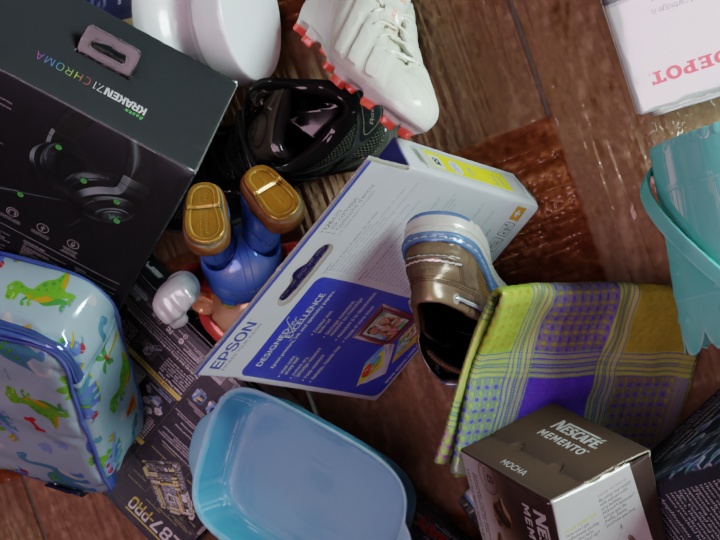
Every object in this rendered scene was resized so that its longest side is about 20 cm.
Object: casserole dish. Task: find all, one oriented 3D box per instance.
[{"bbox_3d":[-0.037,0.161,1.262,0.199,0.039,0.122,27,108,30],"label":"casserole dish"}]

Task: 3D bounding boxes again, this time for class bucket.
[{"bbox_3d":[0.280,-0.033,1.109,0.206,0.207,0.136,-14,86,20],"label":"bucket"}]

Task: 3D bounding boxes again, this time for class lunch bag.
[{"bbox_3d":[-0.247,0.073,1.265,0.160,0.083,0.201,16,145,15],"label":"lunch bag"}]

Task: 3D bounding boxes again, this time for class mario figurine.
[{"bbox_3d":[-0.072,0.015,1.243,0.123,0.200,0.107,14,64,8],"label":"mario figurine"}]

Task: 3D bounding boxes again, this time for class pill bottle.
[{"bbox_3d":[-0.164,-0.165,1.258,0.199,0.116,0.117,-9,99,24],"label":"pill bottle"}]

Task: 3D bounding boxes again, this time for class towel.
[{"bbox_3d":[0.151,0.075,1.197,0.023,0.199,0.145,39,119,51],"label":"towel"}]

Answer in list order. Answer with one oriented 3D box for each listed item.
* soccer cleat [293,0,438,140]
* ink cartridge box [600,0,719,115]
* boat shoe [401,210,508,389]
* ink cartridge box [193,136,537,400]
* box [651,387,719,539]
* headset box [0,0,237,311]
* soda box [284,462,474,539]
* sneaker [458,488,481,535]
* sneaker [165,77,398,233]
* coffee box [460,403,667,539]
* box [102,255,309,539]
[{"bbox_3d":[0.011,-0.156,1.182,0.069,0.200,0.078,37,101,-32],"label":"soccer cleat"},{"bbox_3d":[0.224,-0.218,1.146,0.144,0.083,0.201,-17,97,20],"label":"ink cartridge box"},{"bbox_3d":[0.070,0.041,1.201,0.072,0.200,0.073,-3,58,26],"label":"boat shoe"},{"bbox_3d":[0.000,0.000,1.208,0.198,0.199,0.047,-50,54,20],"label":"ink cartridge box"},{"bbox_3d":[0.268,0.132,1.121,0.148,0.200,0.107,-37,89,-22],"label":"box"},{"bbox_3d":[-0.199,-0.086,1.187,0.173,0.093,0.200,27,139,-7],"label":"headset box"},{"bbox_3d":[0.045,0.219,1.283,0.200,0.071,0.064,38,113,21],"label":"soda box"},{"bbox_3d":[0.162,0.210,1.273,0.199,0.072,0.073,32,82,13],"label":"sneaker"},{"bbox_3d":[-0.081,-0.086,1.252,0.198,0.114,0.077,-17,76,21],"label":"sneaker"},{"bbox_3d":[0.144,0.203,1.148,0.079,0.113,0.201,-22,112,-21],"label":"coffee box"},{"bbox_3d":[-0.160,0.100,1.357,0.200,0.049,0.161,43,109,6],"label":"box"}]
